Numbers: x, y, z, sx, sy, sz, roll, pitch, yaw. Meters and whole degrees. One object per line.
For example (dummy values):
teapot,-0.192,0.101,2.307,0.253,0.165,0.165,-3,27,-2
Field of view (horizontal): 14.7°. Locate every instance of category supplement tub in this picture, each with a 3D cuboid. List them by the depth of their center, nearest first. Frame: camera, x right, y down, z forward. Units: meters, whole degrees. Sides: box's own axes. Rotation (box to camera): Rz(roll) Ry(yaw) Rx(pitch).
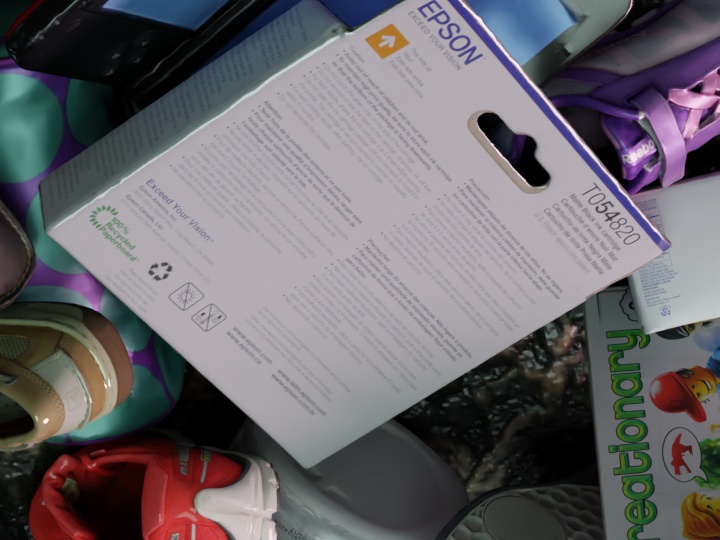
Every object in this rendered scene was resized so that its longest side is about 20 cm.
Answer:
supplement tub,-0.039,0.169,1.344,0.122,0.123,0.200,23,117,-12

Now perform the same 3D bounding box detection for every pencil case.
pencil case,-0.137,-0.025,1.259,0.092,0.085,0.200,-26,121,-27

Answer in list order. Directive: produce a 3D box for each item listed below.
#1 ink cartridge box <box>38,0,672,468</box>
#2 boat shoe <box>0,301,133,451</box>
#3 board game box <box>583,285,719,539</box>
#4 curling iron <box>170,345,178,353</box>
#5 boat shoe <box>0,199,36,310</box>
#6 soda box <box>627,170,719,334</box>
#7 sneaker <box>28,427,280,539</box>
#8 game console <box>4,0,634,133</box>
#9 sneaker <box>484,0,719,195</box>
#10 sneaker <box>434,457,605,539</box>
ink cartridge box,0.000,-0.024,1.182,0.200,0.041,0.200,-31,131,15
boat shoe,-0.196,0.053,1.234,0.200,0.076,0.072,-9,113,41
board game box,0.169,0.087,1.253,0.126,0.200,0.035,-5,138,3
curling iron,0.000,0.000,1.269,0.200,0.026,0.050,-13,145,-16
boat shoe,-0.206,-0.042,1.140,0.200,0.075,0.073,38,159,-33
soda box,0.215,-0.026,1.249,0.199,0.068,0.064,-13,92,5
sneaker,-0.112,0.103,1.285,0.085,0.200,0.077,13,78,-30
game console,-0.014,-0.105,1.149,0.200,0.172,0.119,-39,75,17
sneaker,0.135,-0.076,1.226,0.200,0.089,0.081,-19,116,10
sneaker,0.086,0.165,1.315,0.077,0.202,0.146,41,126,26
